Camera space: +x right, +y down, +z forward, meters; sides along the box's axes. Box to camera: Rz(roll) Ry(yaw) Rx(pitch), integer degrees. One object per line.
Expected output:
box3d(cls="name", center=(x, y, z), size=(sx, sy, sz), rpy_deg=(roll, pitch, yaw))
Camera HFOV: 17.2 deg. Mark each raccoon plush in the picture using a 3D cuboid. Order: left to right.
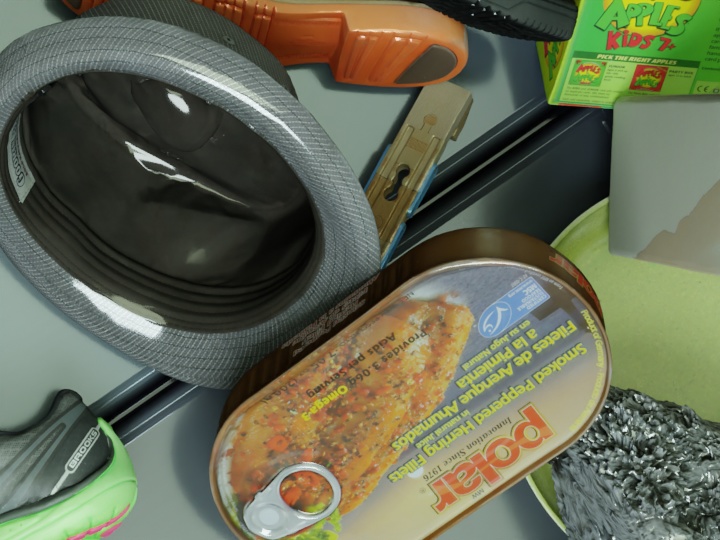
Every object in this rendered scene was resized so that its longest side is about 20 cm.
box3d(cls="raccoon plush", center=(0.156, 0.069, 1.109), size=(0.133, 0.097, 0.201), rpy_deg=(-27, 92, -19))

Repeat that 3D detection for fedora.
box3d(cls="fedora", center=(-0.079, -0.050, 1.080), size=(0.200, 0.177, 0.091), rpy_deg=(37, 39, -17))

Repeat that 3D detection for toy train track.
box3d(cls="toy train track", center=(0.000, 0.000, 1.137), size=(0.114, 0.033, 0.201), rpy_deg=(24, 75, 17))

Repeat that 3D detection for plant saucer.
box3d(cls="plant saucer", center=(0.163, 0.055, 1.168), size=(0.198, 0.031, 0.202), rpy_deg=(1, 86, -11))

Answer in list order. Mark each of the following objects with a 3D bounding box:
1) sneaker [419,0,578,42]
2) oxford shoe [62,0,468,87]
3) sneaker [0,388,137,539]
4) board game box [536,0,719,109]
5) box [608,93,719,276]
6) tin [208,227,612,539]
box3d(cls="sneaker", center=(0.022, -0.180, 1.071), size=(0.198, 0.060, 0.105), rpy_deg=(18, 86, -20))
box3d(cls="oxford shoe", center=(-0.046, -0.138, 1.128), size=(0.198, 0.071, 0.073), rpy_deg=(8, 66, -15))
box3d(cls="sneaker", center=(-0.203, 0.111, 1.083), size=(0.199, 0.077, 0.084), rpy_deg=(-18, 73, -14))
box3d(cls="board game box", center=(0.194, -0.124, 1.145), size=(0.198, 0.102, 0.048), rpy_deg=(4, 45, -11))
box3d(cls="box", center=(0.181, -0.038, 1.057), size=(0.094, 0.200, 0.078), rpy_deg=(2, 93, -9))
box3d(cls="tin", center=(0.022, 0.060, 1.056), size=(0.199, 0.042, 0.112), rpy_deg=(-36, 110, 21))
